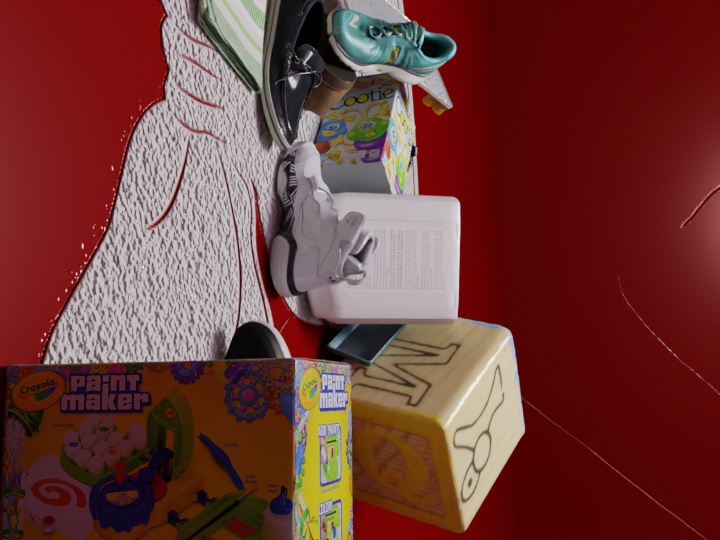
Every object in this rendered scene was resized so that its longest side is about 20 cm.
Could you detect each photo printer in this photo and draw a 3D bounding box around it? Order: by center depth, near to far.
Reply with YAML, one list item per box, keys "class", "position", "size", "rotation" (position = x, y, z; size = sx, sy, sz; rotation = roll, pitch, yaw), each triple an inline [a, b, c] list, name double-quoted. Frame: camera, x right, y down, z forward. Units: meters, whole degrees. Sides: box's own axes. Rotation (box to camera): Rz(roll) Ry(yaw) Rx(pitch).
- class: "photo printer"
  position: [0.026, -0.014, 1.141]
  size: [0.069, 0.199, 0.168]
  rotation: [-178, -92, -74]

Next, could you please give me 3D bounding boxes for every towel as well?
- class: "towel"
  position: [-0.127, -0.315, 0.952]
  size: [0.153, 0.023, 0.201]
  rotation: [48, 42, -67]

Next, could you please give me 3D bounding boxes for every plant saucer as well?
- class: "plant saucer"
  position: [0.037, 0.060, 1.217]
  size: [0.200, 0.070, 0.019]
  rotation: [-46, 142, -40]

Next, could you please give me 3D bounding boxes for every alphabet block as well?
- class: "alphabet block"
  position: [0.086, 0.191, 1.196]
  size: [0.200, 0.195, 0.196]
  rotation: [-45, 132, -43]

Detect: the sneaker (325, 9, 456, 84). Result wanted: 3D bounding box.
- class: "sneaker"
  position: [0.038, -0.289, 1.114]
  size: [0.199, 0.079, 0.078]
  rotation: [0, 79, -45]

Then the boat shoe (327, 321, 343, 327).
- class: "boat shoe"
  position: [0.000, 0.000, 1.239]
  size: [0.200, 0.063, 0.073]
  rotation: [-50, 170, -40]

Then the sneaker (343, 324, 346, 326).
- class: "sneaker"
  position: [0.030, 0.045, 1.333]
  size: [0.201, 0.070, 0.109]
  rotation: [-64, 144, -42]

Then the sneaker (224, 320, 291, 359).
- class: "sneaker"
  position: [-0.111, 0.142, 0.829]
  size: [0.112, 0.073, 0.201]
  rotation: [33, 56, -72]

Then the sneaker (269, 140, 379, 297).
- class: "sneaker"
  position: [-0.037, -0.064, 1.049]
  size: [0.075, 0.114, 0.201]
  rotation: [58, 32, -59]

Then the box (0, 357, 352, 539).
- class: "box"
  position: [-0.115, 0.156, 0.585]
  size: [0.122, 0.199, 0.194]
  rotation: [24, 65, -72]

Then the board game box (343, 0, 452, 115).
- class: "board game box"
  position: [0.036, -0.330, 1.263]
  size: [0.199, 0.026, 0.201]
  rotation: [29, 33, -38]

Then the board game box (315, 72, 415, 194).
- class: "board game box"
  position: [0.007, -0.173, 1.244]
  size: [0.201, 0.104, 0.103]
  rotation: [-78, 157, -44]

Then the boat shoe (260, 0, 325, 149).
- class: "boat shoe"
  position: [-0.076, -0.237, 1.046]
  size: [0.075, 0.062, 0.201]
  rotation: [54, 38, -65]

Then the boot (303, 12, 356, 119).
- class: "boot"
  position: [-0.051, -0.272, 1.167]
  size: [0.076, 0.073, 0.201]
  rotation: [-54, -156, 34]

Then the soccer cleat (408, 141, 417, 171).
- class: "soccer cleat"
  position: [0.020, -0.117, 1.352]
  size: [0.070, 0.086, 0.201]
  rotation: [36, 70, -32]
